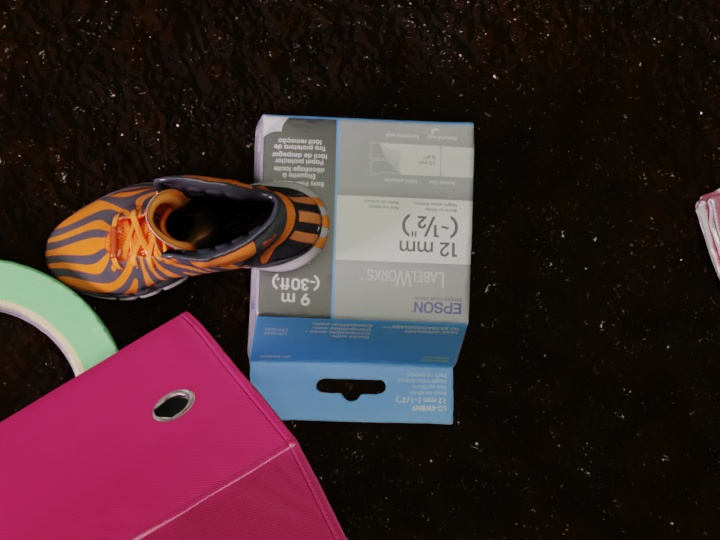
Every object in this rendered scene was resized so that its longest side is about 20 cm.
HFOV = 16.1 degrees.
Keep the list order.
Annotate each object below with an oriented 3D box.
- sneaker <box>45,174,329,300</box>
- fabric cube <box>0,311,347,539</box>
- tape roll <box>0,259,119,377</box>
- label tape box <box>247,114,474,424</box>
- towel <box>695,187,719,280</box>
[{"bbox_3d":[-0.129,-0.029,1.622,0.200,0.112,0.078,-11,81,21],"label":"sneaker"},{"bbox_3d":[-0.123,0.181,1.560,0.199,0.196,0.200,-30,122,-10],"label":"fabric cube"},{"bbox_3d":[-0.250,0.093,1.659,0.200,0.048,0.201,1,86,-7],"label":"tape roll"},{"bbox_3d":[0.000,0.000,1.692,0.143,0.066,0.201,2,84,-7],"label":"label tape box"},{"bbox_3d":[0.343,-0.018,1.759,0.200,0.030,0.147,-21,90,-9],"label":"towel"}]
